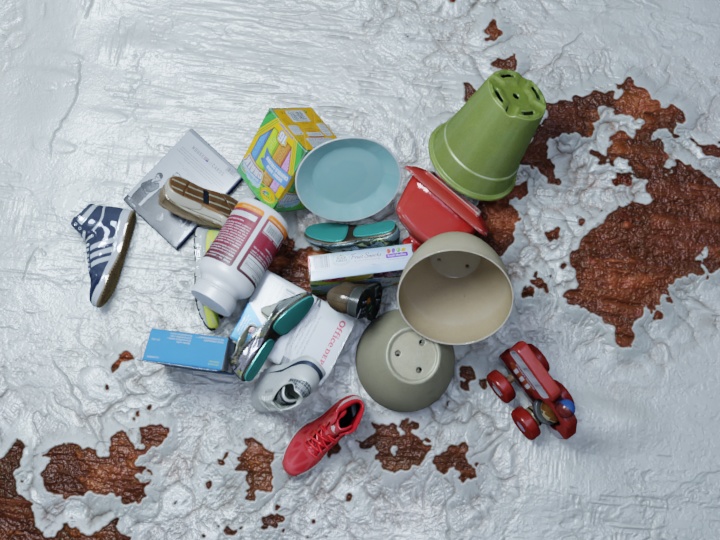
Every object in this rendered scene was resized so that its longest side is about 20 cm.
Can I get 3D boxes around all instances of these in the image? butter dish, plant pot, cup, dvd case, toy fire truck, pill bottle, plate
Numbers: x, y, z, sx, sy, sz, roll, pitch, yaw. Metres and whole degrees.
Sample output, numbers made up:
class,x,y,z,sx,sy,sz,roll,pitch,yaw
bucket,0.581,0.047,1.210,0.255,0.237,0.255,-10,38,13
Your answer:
class,x,y,z,sx,sy,sz,roll,pitch,yaw
butter dish,0.138,-0.096,1.382,0.199,0.199,0.148,40,103,4
plant pot,0.166,0.010,1.256,0.197,0.203,0.135,11,37,-1
cup,0.092,0.164,1.337,0.196,0.143,0.204,1,80,-3
plant pot,0.255,-0.271,1.361,0.197,0.191,0.203,10,57,-15
dvd case,-0.355,-0.165,1.434,0.150,0.025,0.200,41,80,5
toy fire truck,0.331,0.226,1.323,0.111,0.168,0.201,-34,83,-8
pill bottle,-0.225,-0.023,1.315,0.112,0.113,0.202,29,70,3
plate,-0.023,-0.171,1.311,0.196,0.202,0.026,-6,48,-4

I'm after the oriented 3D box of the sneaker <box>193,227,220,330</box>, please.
class,x,y,z,sx,sy,sz,roll,pitch,yaw
sneaker,-0.276,0.014,1.381,0.089,0.078,0.204,-2,82,-10

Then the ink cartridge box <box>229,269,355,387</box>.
class,x,y,z,sx,sy,sz,roll,pitch,yaw
ink cartridge box,-0.127,0.114,1.365,0.198,0.084,0.147,28,80,3

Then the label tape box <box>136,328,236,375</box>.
class,x,y,z,sx,sy,sz,roll,pitch,yaw
label tape box,-0.306,0.147,1.292,0.142,0.200,0.064,8,79,-1

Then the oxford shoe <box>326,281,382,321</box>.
class,x,y,z,sx,sy,sz,roll,pitch,yaw
oxford shoe,-0.009,0.049,1.332,0.083,0.200,0.074,14,87,18

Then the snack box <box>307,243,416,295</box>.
class,x,y,z,sx,sy,sz,roll,pitch,yaw
snack box,0.000,0.000,1.361,0.196,0.142,0.054,-7,79,-3

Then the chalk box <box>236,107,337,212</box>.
class,x,y,z,sx,sy,sz,roll,pitch,yaw
chalk box,-0.143,-0.195,1.369,0.124,0.124,0.201,49,126,19

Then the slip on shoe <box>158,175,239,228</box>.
class,x,y,z,sx,sy,sz,roll,pitch,yaw
slip on shoe,-0.298,-0.114,1.390,0.198,0.061,0.077,22,39,-31

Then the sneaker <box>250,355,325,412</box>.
class,x,y,z,sx,sy,sz,roll,pitch,yaw
sneaker,-0.148,0.222,1.298,0.076,0.199,0.081,42,43,-13

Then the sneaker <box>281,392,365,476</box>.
class,x,y,z,sx,sy,sz,roll,pitch,yaw
sneaker,-0.071,0.301,1.318,0.078,0.116,0.200,42,81,5

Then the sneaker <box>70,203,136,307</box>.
class,x,y,z,sx,sy,sz,roll,pitch,yaw
sneaker,-0.515,-0.034,1.379,0.107,0.070,0.203,15,73,-5

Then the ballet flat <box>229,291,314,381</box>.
class,x,y,z,sx,sy,sz,roll,pitch,yaw
ballet flat,-0.169,0.105,1.291,0.072,0.072,0.201,38,81,4

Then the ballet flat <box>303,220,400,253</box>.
class,x,y,z,sx,sy,sz,roll,pitch,yaw
ballet flat,-0.016,-0.055,1.404,0.197,0.074,0.076,1,79,22
